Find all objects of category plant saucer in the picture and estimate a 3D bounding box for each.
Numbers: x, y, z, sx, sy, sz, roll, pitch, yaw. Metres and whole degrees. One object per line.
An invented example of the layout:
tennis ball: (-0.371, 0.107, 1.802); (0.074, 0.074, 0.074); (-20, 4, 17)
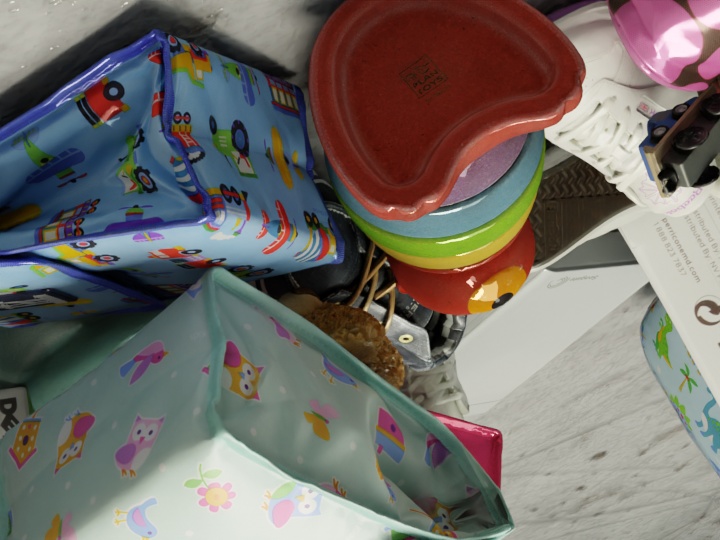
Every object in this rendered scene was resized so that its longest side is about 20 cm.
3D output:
plant saucer: (-0.121, 0.028, 1.425); (0.199, 0.036, 0.200); (-22, 161, -8)

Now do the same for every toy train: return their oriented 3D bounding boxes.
toy train: (0.197, -0.105, 1.361); (0.200, 0.046, 0.034); (-48, 131, -33)

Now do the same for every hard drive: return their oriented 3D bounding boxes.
hard drive: (0.097, 0.039, 1.733); (0.132, 0.027, 0.200); (-5, 151, -45)

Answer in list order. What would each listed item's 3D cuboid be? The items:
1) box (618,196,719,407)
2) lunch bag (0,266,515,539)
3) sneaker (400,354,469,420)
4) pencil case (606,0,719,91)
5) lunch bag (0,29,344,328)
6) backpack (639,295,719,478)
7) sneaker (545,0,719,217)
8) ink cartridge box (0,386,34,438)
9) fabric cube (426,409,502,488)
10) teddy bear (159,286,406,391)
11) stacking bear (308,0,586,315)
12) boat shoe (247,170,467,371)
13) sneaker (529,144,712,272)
box: (0.285, 0.003, 1.577); (0.199, 0.200, 0.131); (-30, 179, 12)
lunch bag: (-0.049, 0.118, 1.251); (0.170, 0.122, 0.200); (-36, 129, 29)
sneaker: (0.035, 0.055, 1.585); (0.078, 0.100, 0.200); (-27, 161, -10)
pencil case: (0.215, -0.164, 1.280); (0.200, 0.091, 0.094); (-32, 166, 24)
lunch bag: (-0.133, -0.024, 1.235); (0.199, 0.094, 0.150); (-20, 166, 20)
backpack: (0.290, 0.045, 1.753); (0.146, 0.183, 0.200); (-15, 153, -30)
sneaker: (0.139, -0.081, 1.371); (0.075, 0.100, 0.200); (-35, 155, 35)
ink cartridge box: (-0.211, 0.124, 1.389); (0.199, 0.104, 0.059); (-8, 158, -5)
fabric cube: (-0.054, 0.187, 1.530); (0.196, 0.201, 0.199); (18, 154, -31)
teddy bear: (-0.078, 0.066, 1.336); (0.200, 0.067, 0.145); (-36, 139, 20)
stacking bear: (0.041, -0.045, 1.289); (0.121, 0.114, 0.200); (-35, 154, -10)
boat shoe: (0.000, 0.000, 1.397); (0.071, 0.091, 0.200); (-65, 163, -2)
sneaker: (0.142, -0.061, 1.504); (0.199, 0.073, 0.085); (-24, -174, -13)
